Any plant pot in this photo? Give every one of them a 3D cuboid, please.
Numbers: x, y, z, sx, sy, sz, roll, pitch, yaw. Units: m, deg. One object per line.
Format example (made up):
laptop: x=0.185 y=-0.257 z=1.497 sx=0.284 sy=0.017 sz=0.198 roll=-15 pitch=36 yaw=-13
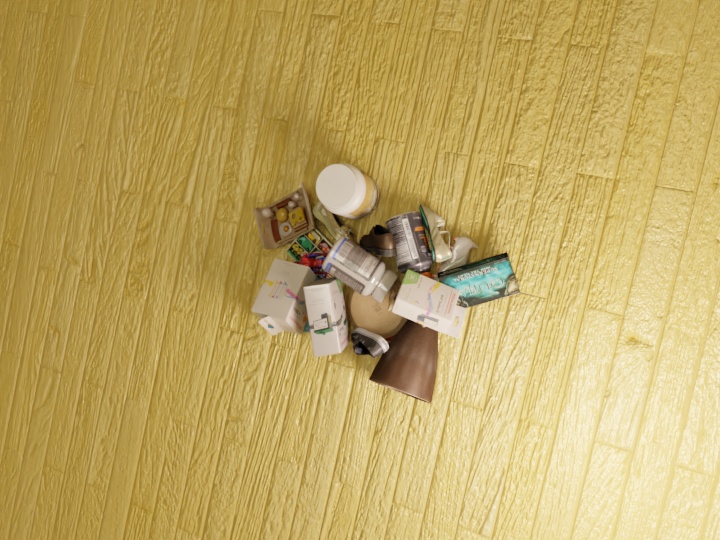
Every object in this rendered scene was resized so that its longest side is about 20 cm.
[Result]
plant pot: x=0.144 y=0.248 z=1.639 sx=0.186 sy=0.187 sz=0.201 roll=18 pitch=79 yaw=17

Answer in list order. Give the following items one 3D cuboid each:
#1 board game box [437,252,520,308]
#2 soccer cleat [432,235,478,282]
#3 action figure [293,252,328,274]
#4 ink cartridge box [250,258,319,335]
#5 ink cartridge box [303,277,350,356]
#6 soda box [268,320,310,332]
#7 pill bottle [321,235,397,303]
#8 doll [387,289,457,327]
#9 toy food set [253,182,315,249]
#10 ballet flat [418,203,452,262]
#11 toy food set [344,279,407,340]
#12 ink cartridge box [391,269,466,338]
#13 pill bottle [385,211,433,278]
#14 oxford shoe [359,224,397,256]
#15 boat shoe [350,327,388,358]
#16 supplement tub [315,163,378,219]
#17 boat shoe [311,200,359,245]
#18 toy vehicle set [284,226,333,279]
board game box: x=0.329 y=0.035 z=1.608 sx=0.199 sy=0.028 sz=0.136 roll=-18 pitch=124 yaw=18
soccer cleat: x=0.263 y=-0.004 z=1.654 sx=0.077 sy=0.069 sz=0.201 roll=29 pitch=96 yaw=8
action figure: x=-0.110 y=-0.022 z=1.753 sx=0.198 sy=0.052 sz=0.066 roll=-1 pitch=84 yaw=11
ink cartridge box: x=-0.220 y=0.090 z=1.715 sx=0.124 sy=0.129 sz=0.201 roll=13 pitch=69 yaw=23
ink cartridge box: x=-0.094 y=0.130 z=1.657 sx=0.084 sy=0.146 sz=0.202 roll=-8 pitch=96 yaw=12
soda box: x=-0.196 y=0.152 z=1.799 sx=0.198 sy=0.064 sz=0.068 roll=4 pitch=90 yaw=18
pill bottle: x=0.000 y=0.000 z=1.650 sx=0.199 sy=0.114 sz=0.114 roll=33 pitch=99 yaw=2
doll: x=0.178 y=0.112 z=1.635 sx=0.198 sy=0.137 sz=0.049 roll=13 pitch=121 yaw=-3
toy food set: x=-0.238 y=-0.168 z=1.802 sx=0.199 sy=0.060 sz=0.145 roll=-23 pitch=75 yaw=27
ballet flat: x=0.218 y=-0.112 z=1.651 sx=0.069 sy=0.069 sz=0.201 roll=-21 pitch=58 yaw=16
toy food set: x=0.055 y=0.111 z=1.727 sx=0.198 sy=0.049 sz=0.200 roll=45 pitch=101 yaw=14
ink cartridge box: x=0.197 y=0.091 z=1.578 sx=0.199 sy=0.118 sz=0.068 roll=22 pitch=141 yaw=3
pill bottle: x=0.147 y=-0.061 z=1.671 sx=0.105 sy=0.106 sz=0.202 roll=-17 pitch=84 yaw=17
oxford shoe: x=0.052 y=-0.093 z=1.672 sx=0.072 sy=0.200 sz=0.085 roll=-8 pitch=101 yaw=-23
boat shoe: x=0.010 y=0.217 z=1.669 sx=0.066 sy=0.200 sz=0.070 roll=-38 pitch=110 yaw=-20
supplement tub: x=-0.037 y=-0.230 z=1.685 sx=0.143 sy=0.200 sz=0.146 roll=0 pitch=89 yaw=17
boat shoe: x=-0.067 y=-0.140 z=1.762 sx=0.063 sy=0.073 sz=0.201 roll=-47 pitch=69 yaw=16
toy vehicle set: x=-0.128 y=-0.036 z=1.801 sx=0.200 sy=0.026 sz=0.124 roll=45 pitch=102 yaw=14
